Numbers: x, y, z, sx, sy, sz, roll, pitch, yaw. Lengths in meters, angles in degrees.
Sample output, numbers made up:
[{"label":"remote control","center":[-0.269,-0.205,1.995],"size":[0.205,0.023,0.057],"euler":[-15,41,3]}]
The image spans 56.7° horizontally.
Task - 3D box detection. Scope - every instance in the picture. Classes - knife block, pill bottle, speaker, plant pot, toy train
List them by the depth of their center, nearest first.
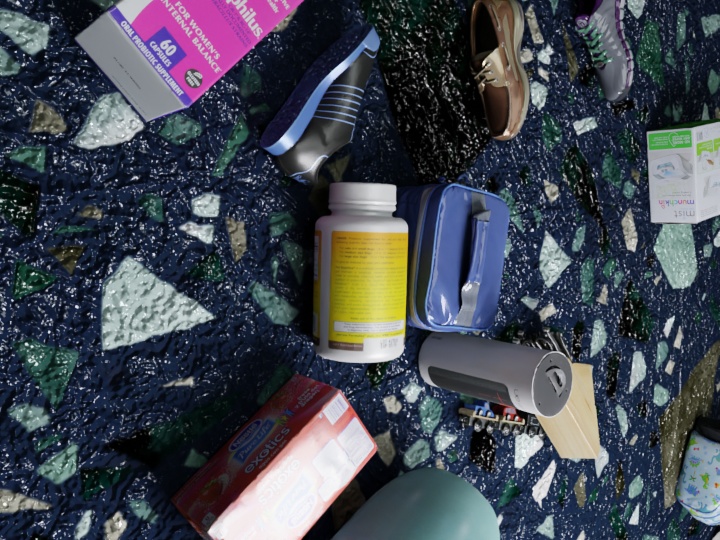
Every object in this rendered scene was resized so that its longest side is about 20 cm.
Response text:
[{"label":"pill bottle","center":[0.000,0.000,0.778],"size":[0.109,0.109,0.201],"euler":[-2,96,-38]},{"label":"plant pot","center":[0.079,0.346,0.826],"size":[0.161,0.200,0.201],"euler":[-44,119,-39]},{"label":"speaker","center":[0.170,0.129,0.865],"size":[0.081,0.200,0.081],"euler":[-4,96,-38]},{"label":"toy train","center":[0.222,0.228,1.021],"size":[0.200,0.034,0.046],"euler":[17,80,-39]},{"label":"knife block","center":[0.294,0.191,1.032],"size":[0.175,0.064,0.201],"euler":[10,73,-44]}]

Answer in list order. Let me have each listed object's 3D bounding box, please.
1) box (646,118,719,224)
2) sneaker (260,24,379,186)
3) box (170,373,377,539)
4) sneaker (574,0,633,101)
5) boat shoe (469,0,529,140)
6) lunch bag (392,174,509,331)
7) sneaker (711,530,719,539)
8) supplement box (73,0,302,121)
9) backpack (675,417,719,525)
[{"label":"box","center":[0.647,-0.194,1.278],"size":[0.200,0.097,0.177],"euler":[-18,106,-36]},{"label":"sneaker","center":[-0.032,-0.189,0.767],"size":[0.200,0.070,0.078],"euler":[-54,128,-14]},{"label":"box","center":[-0.091,0.223,0.735],"size":[0.200,0.095,0.100],"euler":[-44,118,-26]},{"label":"sneaker","center":[0.381,-0.372,1.081],"size":[0.087,0.074,0.201],"euler":[-7,89,-24]},{"label":"boat shoe","center":[0.182,-0.281,0.925],"size":[0.072,0.076,0.201],"euler":[-3,87,-34]},{"label":"lunch bag","center":[0.109,-0.023,0.847],"size":[0.136,0.132,0.201],"euler":[7,90,-38]},{"label":"sneaker","center":[0.843,0.689,1.543],"size":[0.100,0.075,0.201],"euler":[16,84,-57]},{"label":"supplement box","center":[-0.153,-0.250,0.640],"size":[0.200,0.103,0.101],"euler":[-53,121,-24]},{"label":"backpack","center":[0.749,0.429,1.392],"size":[0.153,0.163,0.201],"euler":[1,100,-30]}]
